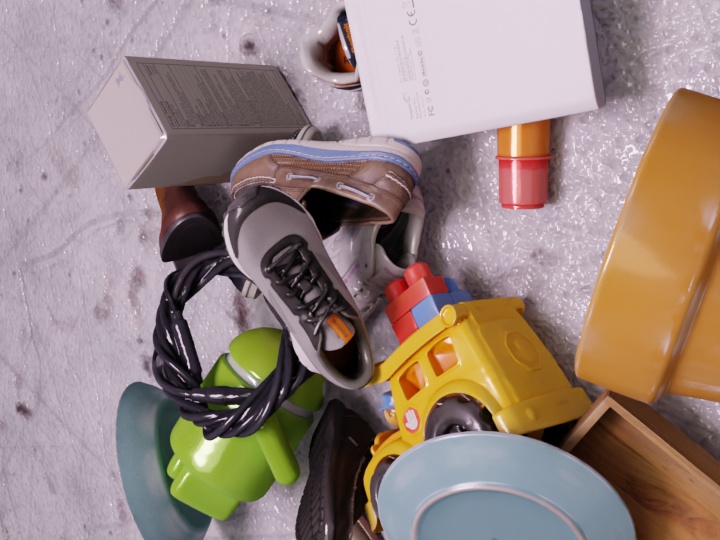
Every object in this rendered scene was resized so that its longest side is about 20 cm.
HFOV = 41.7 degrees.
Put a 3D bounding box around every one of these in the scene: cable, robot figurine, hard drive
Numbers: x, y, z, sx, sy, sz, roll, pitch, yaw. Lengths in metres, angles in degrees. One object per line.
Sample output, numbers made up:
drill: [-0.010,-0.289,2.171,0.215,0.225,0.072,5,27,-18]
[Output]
cable: [-0.125,0.064,0.892,0.199,0.051,0.164,38,90,33]
robot figurine: [-0.112,0.145,0.945,0.202,0.115,0.175,-56,20,3]
hard drive: [0.084,-0.176,0.738,0.197,0.027,0.135,-5,102,36]

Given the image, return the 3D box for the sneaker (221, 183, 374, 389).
sneaker: [-0.041,0.015,0.763,0.079,0.074,0.202,36,160,56]

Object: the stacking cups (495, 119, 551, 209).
stacking cups: [0.133,-0.153,0.768,0.060,0.060,0.204,10,107,38]

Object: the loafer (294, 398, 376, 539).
loafer: [-0.010,0.189,0.855,0.070,0.201,0.074,23,117,-8]

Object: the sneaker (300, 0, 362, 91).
sneaker: [0.032,-0.212,0.826,0.198,0.079,0.080,-25,80,37]

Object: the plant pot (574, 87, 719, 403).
plant pot: [0.258,0.008,0.605,0.181,0.200,0.204,22,110,19]

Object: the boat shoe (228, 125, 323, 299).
boat shoe: [-0.094,-0.062,0.949,0.062,0.075,0.202,33,123,8]

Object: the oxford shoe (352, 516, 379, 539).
oxford shoe: [-0.006,0.335,0.930,0.070,0.074,0.204,-21,82,40]

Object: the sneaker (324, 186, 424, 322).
sneaker: [0.000,0.000,0.863,0.203,0.074,0.100,-67,29,25]

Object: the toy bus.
toy bus: [0.066,0.102,0.804,0.200,0.134,0.194,-44,65,36]

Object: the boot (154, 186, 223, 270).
boot: [-0.198,-0.110,0.996,0.067,0.188,0.204,-16,82,-3]

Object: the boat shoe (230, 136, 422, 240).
boat shoe: [-0.044,-0.067,0.816,0.197,0.072,0.073,-5,55,37]

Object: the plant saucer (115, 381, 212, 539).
plant saucer: [-0.203,0.214,1.026,0.035,0.200,0.204,-17,84,7]

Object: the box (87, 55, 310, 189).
box: [-0.148,-0.141,0.903,0.078,0.198,0.096,-41,71,35]

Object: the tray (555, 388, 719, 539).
tray: [0.236,0.183,0.699,0.199,0.037,0.099,40,120,10]

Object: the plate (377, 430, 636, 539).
plate: [0.106,0.201,0.711,0.196,0.026,0.203,9,128,11]
